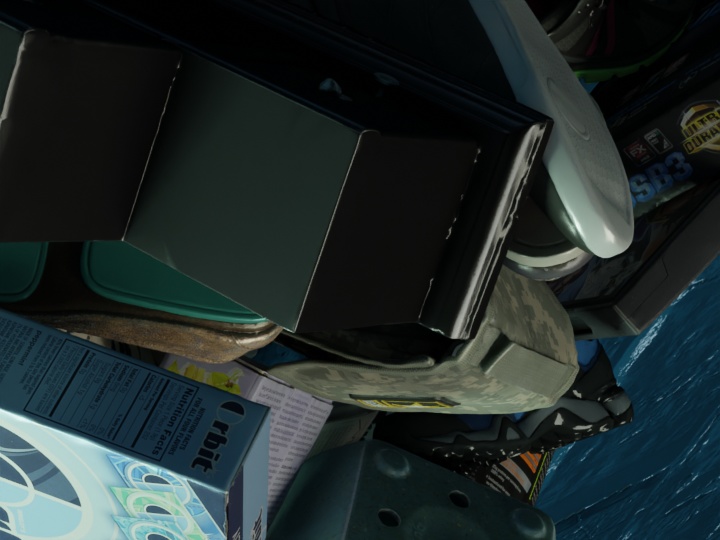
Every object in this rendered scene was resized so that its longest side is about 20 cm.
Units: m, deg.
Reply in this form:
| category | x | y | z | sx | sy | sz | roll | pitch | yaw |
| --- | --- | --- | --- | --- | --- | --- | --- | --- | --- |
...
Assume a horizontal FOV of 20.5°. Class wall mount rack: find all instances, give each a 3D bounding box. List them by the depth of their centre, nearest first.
| category | x | y | z | sx | sy | sz | roll | pitch | yaw |
| --- | --- | --- | --- | --- | --- | --- | --- | --- | --- |
| wall mount rack | -0.034 | 0.096 | 1.225 | 0.174 | 0.075 | 0.200 | -8 | 140 | -49 |

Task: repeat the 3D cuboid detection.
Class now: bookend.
| category | x | y | z | sx | sy | sz | roll | pitch | yaw |
| --- | --- | --- | --- | --- | --- | --- | --- | --- | --- |
| bookend | -0.073 | -0.051 | 0.707 | 0.200 | 0.199 | 0.092 | -2 | 116 | -56 |

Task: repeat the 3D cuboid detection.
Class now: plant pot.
| category | x | y | z | sx | sy | sz | roll | pitch | yaw |
| --- | --- | --- | --- | --- | --- | --- | --- | --- | --- |
| plant pot | 0.010 | 0.212 | 1.084 | 0.196 | 0.196 | 0.200 | -75 | -168 | -54 |

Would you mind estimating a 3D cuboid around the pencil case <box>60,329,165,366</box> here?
| category | x | y | z | sx | sy | sz | roll | pitch | yaw |
| --- | --- | --- | --- | --- | --- | --- | --- | --- | --- |
| pencil case | -0.140 | 0.046 | 0.932 | 0.078 | 0.089 | 0.200 | -36 | 157 | 0 |

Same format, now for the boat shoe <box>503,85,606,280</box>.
| category | x | y | z | sx | sy | sz | roll | pitch | yaw |
| --- | --- | --- | --- | --- | --- | --- | --- | --- | --- |
| boat shoe | 0.064 | -0.051 | 0.865 | 0.073 | 0.200 | 0.063 | -18 | 129 | -3 |

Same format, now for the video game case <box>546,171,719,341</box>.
| category | x | y | z | sx | sy | sz | roll | pitch | yaw |
| --- | --- | --- | --- | --- | --- | --- | --- | --- | --- |
| video game case | 0.169 | -0.038 | 1.067 | 0.200 | 0.026 | 0.181 | -45 | -171 | -15 |

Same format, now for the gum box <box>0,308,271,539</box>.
| category | x | y | z | sx | sy | sz | roll | pitch | yaw |
| --- | --- | --- | --- | --- | --- | --- | --- | --- | --- |
| gum box | -0.136 | 0.081 | 0.794 | 0.170 | 0.200 | 0.045 | 95 | 18 | -53 |

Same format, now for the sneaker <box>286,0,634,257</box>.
| category | x | y | z | sx | sy | sz | roll | pitch | yaw |
| --- | --- | --- | --- | --- | --- | --- | --- | --- | --- |
| sneaker | 0.030 | -0.066 | 0.799 | 0.099 | 0.200 | 0.071 | -37 | 153 | 15 |

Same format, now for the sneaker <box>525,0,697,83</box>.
| category | x | y | z | sx | sy | sz | roll | pitch | yaw |
| --- | --- | --- | --- | --- | --- | --- | --- | --- | --- |
| sneaker | 0.114 | -0.144 | 1.030 | 0.200 | 0.077 | 0.084 | -29 | 152 | -38 |

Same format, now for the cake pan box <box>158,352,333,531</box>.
| category | x | y | z | sx | sy | sz | roll | pitch | yaw |
| --- | --- | --- | --- | --- | --- | --- | --- | --- | --- |
| cake pan box | -0.086 | 0.127 | 0.966 | 0.184 | 0.052 | 0.200 | -61 | 169 | -1 |

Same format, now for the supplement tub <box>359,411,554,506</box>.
| category | x | y | z | sx | sy | sz | roll | pitch | yaw |
| --- | --- | --- | --- | --- | --- | --- | --- | --- | --- |
| supplement tub | 0.057 | 0.116 | 1.258 | 0.123 | 0.122 | 0.200 | 99 | 14 | -57 |

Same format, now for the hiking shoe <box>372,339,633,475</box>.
| category | x | y | z | sx | sy | sz | roll | pitch | yaw |
| --- | --- | --- | --- | --- | --- | --- | --- | --- | --- |
| hiking shoe | 0.073 | 0.071 | 1.168 | 0.200 | 0.087 | 0.074 | -8 | 166 | -47 |

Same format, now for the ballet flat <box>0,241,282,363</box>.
| category | x | y | z | sx | sy | sz | roll | pitch | yaw |
| --- | --- | --- | --- | --- | --- | --- | --- | --- | --- |
| ballet flat | -0.127 | 0.000 | 0.806 | 0.067 | 0.200 | 0.068 | 135 | -30 | -63 |

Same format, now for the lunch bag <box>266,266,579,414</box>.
| category | x | y | z | sx | sy | sz | roll | pitch | yaw |
| --- | --- | --- | --- | --- | --- | --- | --- | --- | --- |
| lunch bag | 0.000 | 0.000 | 0.922 | 0.118 | 0.200 | 0.164 | -55 | 157 | 3 |

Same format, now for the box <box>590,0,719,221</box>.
| category | x | y | z | sx | sy | sz | roll | pitch | yaw |
| --- | --- | --- | --- | --- | --- | --- | --- | --- | --- |
| box | 0.183 | -0.104 | 1.083 | 0.200 | 0.050 | 0.199 | -33 | -165 | 51 |
